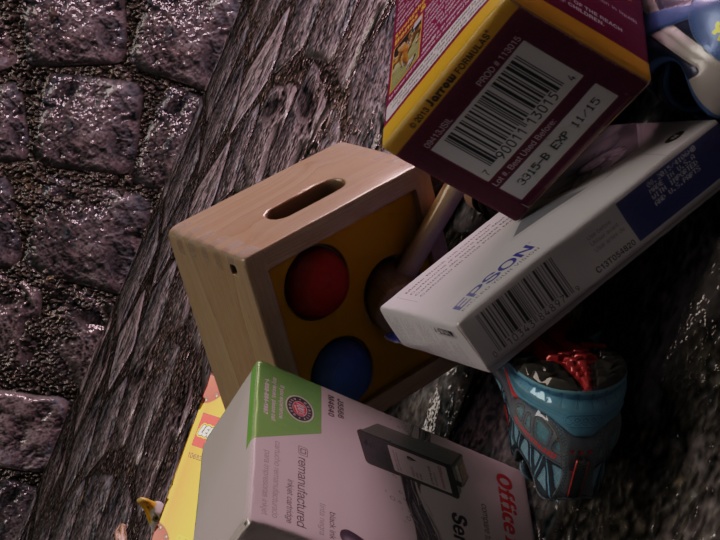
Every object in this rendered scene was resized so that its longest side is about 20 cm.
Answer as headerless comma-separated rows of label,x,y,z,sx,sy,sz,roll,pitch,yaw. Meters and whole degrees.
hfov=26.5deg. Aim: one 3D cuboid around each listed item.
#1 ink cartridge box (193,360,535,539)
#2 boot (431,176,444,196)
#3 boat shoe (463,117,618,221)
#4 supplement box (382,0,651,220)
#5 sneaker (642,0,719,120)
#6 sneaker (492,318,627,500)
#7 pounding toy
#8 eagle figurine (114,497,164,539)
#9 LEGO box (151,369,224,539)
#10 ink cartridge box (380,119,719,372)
ink cartridge box,0.005,0.161,0.930,0.084,0.200,0.146,-56,20,30
boot,0.032,-0.066,1.179,0.200,0.064,0.186,-26,-6,-15
boat shoe,0.153,-0.113,1.061,0.063,0.074,0.201,37,97,36
supplement box,0.093,-0.152,0.933,0.131,0.103,0.200,-49,23,38
sneaker,0.193,-0.139,0.933,0.200,0.074,0.082,-137,68,-74
sneaker,0.107,0.082,0.909,0.200,0.079,0.096,-79,-10,-81
pounding toy,0.000,0.000,1.055,0.142,0.200,0.184,20,132,51
eagle figurine,-0.132,0.236,1.301,0.200,0.151,0.152,-24,61,12
LEGO box,-0.044,0.171,1.127,0.200,0.077,0.149,13,79,39
ink cartridge box,0.109,-0.020,0.938,0.200,0.041,0.200,-38,11,-12
